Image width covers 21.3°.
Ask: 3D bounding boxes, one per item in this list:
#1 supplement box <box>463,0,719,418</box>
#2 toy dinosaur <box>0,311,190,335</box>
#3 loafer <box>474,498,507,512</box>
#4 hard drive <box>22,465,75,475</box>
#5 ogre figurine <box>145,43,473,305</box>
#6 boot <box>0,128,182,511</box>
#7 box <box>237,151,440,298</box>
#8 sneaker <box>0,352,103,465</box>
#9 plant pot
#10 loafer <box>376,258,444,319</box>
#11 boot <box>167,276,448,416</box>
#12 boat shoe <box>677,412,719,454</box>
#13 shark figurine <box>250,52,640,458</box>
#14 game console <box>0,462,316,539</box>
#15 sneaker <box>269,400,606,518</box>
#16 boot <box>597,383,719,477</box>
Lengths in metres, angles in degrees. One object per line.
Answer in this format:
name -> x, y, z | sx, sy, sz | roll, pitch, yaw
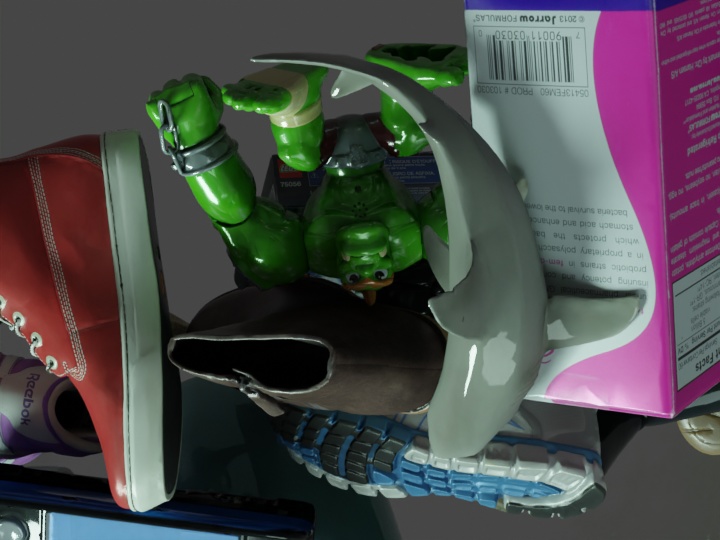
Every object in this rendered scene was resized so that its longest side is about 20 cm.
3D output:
supplement box -> 0.122, -0.043, 0.918 | 0.101, 0.201, 0.103 | 6, -162, 34
toy dinosaur -> -0.144, 0.024, 1.142 | 0.199, 0.059, 0.101 | 10, 159, -13
loafer -> 0.027, 0.089, 1.205 | 0.199, 0.068, 0.076 | 28, 169, -30
hard drive -> -0.197, 0.196, 1.288 | 0.042, 0.136, 0.200 | -19, 169, -6
ogre figurine -> 0.000, -0.052, 0.991 | 0.199, 0.098, 0.121 | -15, 116, -17
boot -> -0.171, 0.034, 1.000 | 0.143, 0.201, 0.072 | -10, 169, -1
box -> 0.000, 0.000, 1.147 | 0.136, 0.040, 0.200 | -1, 149, -14
sneaker -> -0.185, 0.090, 1.142 | 0.114, 0.073, 0.200 | 8, 174, 7
plant pot -> -0.074, 0.161, 1.271 | 0.199, 0.162, 0.201 | -11, 152, -6
loafer -> 0.106, 0.026, 1.109 | 0.199, 0.069, 0.070 | 8, 180, -10
boot -> -0.050, 0.036, 1.008 | 0.199, 0.073, 0.166 | 5, 179, 34
boat shoe -> 0.313, 0.059, 1.336 | 0.200, 0.072, 0.072 | -37, 172, 22
shark figurine -> 0.039, -0.014, 0.871 | 0.128, 0.215, 0.089 | -15, -171, 37
game console -> -0.130, 0.175, 1.078 | 0.199, 0.118, 0.172 | 7, 116, 2
sneaker -> 0.047, 0.086, 1.127 | 0.199, 0.087, 0.075 | 10, 146, -1
boot -> 0.190, 0.075, 1.224 | 0.167, 0.077, 0.200 | -15, -166, 9
